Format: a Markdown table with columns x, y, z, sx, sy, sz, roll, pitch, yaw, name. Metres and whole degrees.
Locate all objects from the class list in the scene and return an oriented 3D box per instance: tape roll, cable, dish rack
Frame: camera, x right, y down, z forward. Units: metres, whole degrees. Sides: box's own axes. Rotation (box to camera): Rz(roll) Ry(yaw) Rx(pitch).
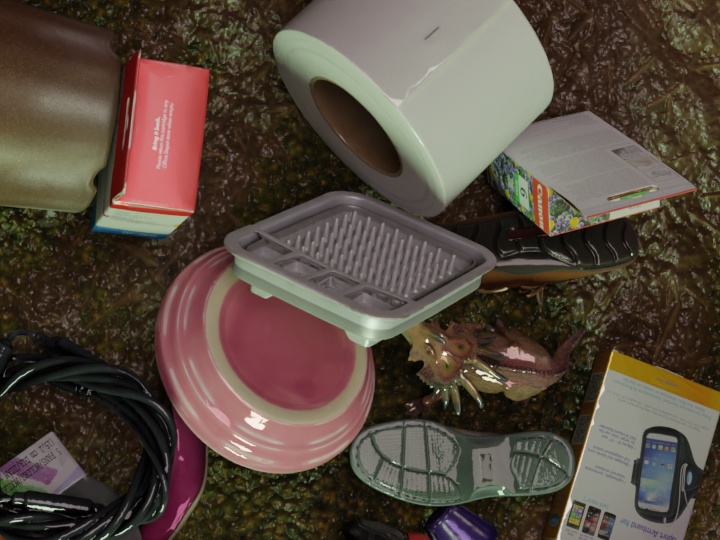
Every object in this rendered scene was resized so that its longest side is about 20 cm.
| x | y | z | sx | sy | sz | roll | pitch | yaw | name |
| --- | --- | --- | --- | --- | --- | --- | --- | --- | --- |
| 0.043 | -0.164 | 1.466 | 0.139 | 0.203 | 0.203 | -43 | 96 | -15 | tape roll |
| -0.238 | 0.140 | 1.379 | 0.199 | 0.051 | 0.164 | 31 | 65 | 17 | cable |
| 0.000 | 0.000 | 1.427 | 0.170 | 0.199 | 0.044 | 24 | 118 | 25 | dish rack |

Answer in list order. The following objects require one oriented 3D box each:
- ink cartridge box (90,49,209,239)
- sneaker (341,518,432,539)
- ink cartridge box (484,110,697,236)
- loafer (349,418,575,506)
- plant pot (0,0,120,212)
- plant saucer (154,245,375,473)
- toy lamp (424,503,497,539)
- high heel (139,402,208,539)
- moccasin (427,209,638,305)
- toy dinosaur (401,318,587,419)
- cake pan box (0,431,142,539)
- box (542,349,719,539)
| x | y | z | sx | sy | sz | roll | pitch | yaw | name |
| --- | --- | --- | --- | --- | --- | --- | --- | --- | --- |
| -0.167 | -0.097 | 1.400 | 0.067 | 0.200 | 0.118 | 7 | 82 | -14 | ink cartridge box |
| -0.016 | 0.296 | 1.465 | 0.097 | 0.071 | 0.202 | 30 | 75 | -11 | sneaker |
| 0.192 | -0.074 | 1.499 | 0.108 | 0.200 | 0.051 | -14 | 118 | -16 | ink cartridge box |
| 0.083 | 0.167 | 1.516 | 0.198 | 0.063 | 0.073 | 4 | 83 | -11 | loafer |
| -0.301 | -0.136 | 1.380 | 0.196 | 0.200 | 0.203 | 9 | 81 | -21 | plant pot |
| -0.070 | 0.064 | 1.449 | 0.199 | 0.051 | 0.202 | 15 | 58 | -25 | plant saucer |
| 0.133 | 0.280 | 1.517 | 0.058 | 0.058 | 0.200 | -44 | 99 | -15 | toy lamp |
| -0.163 | 0.143 | 1.451 | 0.096 | 0.067 | 0.201 | 30 | 70 | -4 | high heel |
| 0.147 | -0.012 | 1.548 | 0.199 | 0.078 | 0.074 | -12 | 72 | -12 | moccasin |
| 0.114 | 0.079 | 1.491 | 0.198 | 0.135 | 0.087 | 0 | 84 | -16 | toy dinosaur |
| -0.261 | 0.251 | 1.374 | 0.199 | 0.052 | 0.184 | -34 | 67 | -17 | cake pan box |
| 0.240 | 0.185 | 1.565 | 0.118 | 0.041 | 0.202 | 21 | 81 | -12 | box |
